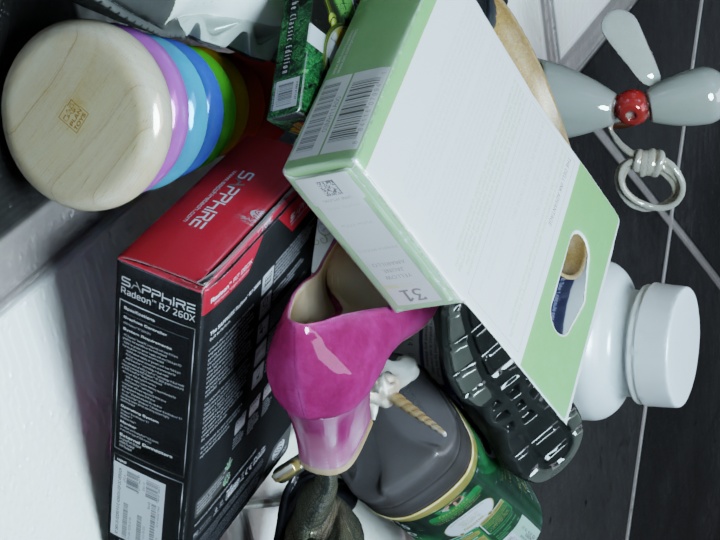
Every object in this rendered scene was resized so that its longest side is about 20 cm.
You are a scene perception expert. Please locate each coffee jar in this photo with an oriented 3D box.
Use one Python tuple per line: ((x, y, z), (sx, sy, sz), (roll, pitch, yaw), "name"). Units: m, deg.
((0.047, 0.132, 1.022), (0.085, 0.104, 0.200), (-37, 145, 4), "coffee jar")

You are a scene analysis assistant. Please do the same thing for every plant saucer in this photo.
((0.094, -0.085, 0.991), (0.200, 0.035, 0.200), (50, 30, -44), "plant saucer")

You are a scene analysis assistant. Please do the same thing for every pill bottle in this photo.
((0.128, 0.046, 1.064), (0.111, 0.200, 0.111), (-14, 106, -62), "pill bottle")

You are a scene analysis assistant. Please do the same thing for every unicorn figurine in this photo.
((0.000, 0.000, 0.946), (0.200, 0.074, 0.137), (61, 30, -6), "unicorn figurine")

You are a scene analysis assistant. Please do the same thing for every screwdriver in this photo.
((-0.050, 0.142, 0.911), (0.200, 0.028, 0.029), (3, 62, -67), "screwdriver")

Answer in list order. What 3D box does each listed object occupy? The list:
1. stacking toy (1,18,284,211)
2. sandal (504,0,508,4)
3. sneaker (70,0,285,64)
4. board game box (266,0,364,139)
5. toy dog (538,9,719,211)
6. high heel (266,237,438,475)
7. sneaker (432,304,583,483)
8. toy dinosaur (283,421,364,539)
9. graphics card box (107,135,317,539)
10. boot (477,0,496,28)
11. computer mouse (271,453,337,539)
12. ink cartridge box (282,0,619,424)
((-0.088, -0.084, 0.760), (0.200, 0.085, 0.086), (-24, 114, -65), "stacking toy")
((0.049, -0.139, 1.070), (0.075, 0.045, 0.200), (27, 83, -56), "sandal")
((-0.087, -0.154, 0.707), (0.200, 0.074, 0.089), (-5, 120, -65), "sneaker")
((0.026, -0.083, 0.790), (0.200, 0.023, 0.105), (31, 60, -48), "board game box")
((0.173, -0.137, 1.179), (0.096, 0.200, 0.132), (-77, -178, -55), "toy dog")
((-0.002, -0.001, 0.760), (0.200, 0.067, 0.096), (-64, 157, -43), "high heel")
((0.075, 0.055, 0.953), (0.075, 0.079, 0.200), (-36, 133, -14), "sneaker")
((-0.018, 0.167, 0.792), (0.102, 0.077, 0.200), (-68, 135, -73), "toy dinosaur")
((-0.073, 0.046, 0.767), (0.126, 0.051, 0.200), (-52, 156, -48), "graphics card box")
((0.010, -0.237, 0.882), (0.165, 0.066, 0.200), (-105, 170, -45), "boot")
((-0.055, 0.172, 0.817), (0.141, 0.046, 0.200), (-70, 165, 6), "computer mouse")
((0.054, -0.036, 0.758), (0.200, 0.048, 0.146), (52, 45, -36), "ink cartridge box")
